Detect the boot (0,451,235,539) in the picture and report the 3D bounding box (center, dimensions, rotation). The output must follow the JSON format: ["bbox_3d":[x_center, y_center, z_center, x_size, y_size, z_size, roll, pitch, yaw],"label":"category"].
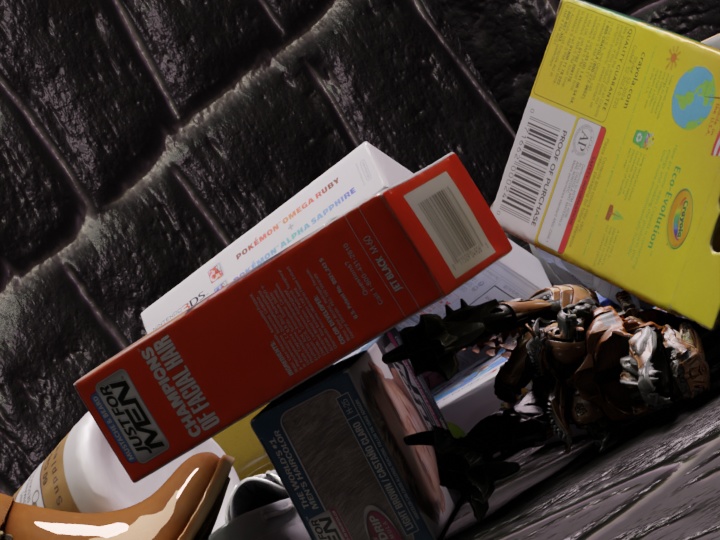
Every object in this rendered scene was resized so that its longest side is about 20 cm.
[{"bbox_3d":[-0.172,0.142,1.570,0.200,0.155,0.077,-53,-10,-16],"label":"boot"}]

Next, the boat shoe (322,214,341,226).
[{"bbox_3d":[0.000,0.000,1.660,0.073,0.067,0.200,-24,-4,-41],"label":"boat shoe"}]

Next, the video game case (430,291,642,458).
[{"bbox_3d":[0.088,0.072,1.777,0.181,0.046,0.200,-30,1,11],"label":"video game case"}]

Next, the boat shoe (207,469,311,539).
[{"bbox_3d":[-0.045,0.142,1.623,0.072,0.069,0.200,-31,1,15],"label":"boat shoe"}]

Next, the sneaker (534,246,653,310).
[{"bbox_3d":[0.194,-0.003,1.739,0.199,0.092,0.076,-3,-51,-40],"label":"sneaker"}]

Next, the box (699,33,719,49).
[{"bbox_3d":[0.255,-0.090,1.595,0.152,0.107,0.199,-22,-3,42],"label":"box"}]

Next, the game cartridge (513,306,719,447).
[{"bbox_3d":[0.180,0.028,1.604,0.199,0.039,0.130,-32,5,-17],"label":"game cartridge"}]

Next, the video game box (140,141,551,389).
[{"bbox_3d":[-0.004,0.024,1.828,0.182,0.047,0.200,-38,-38,16],"label":"video game box"}]

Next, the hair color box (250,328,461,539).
[{"bbox_3d":[0.004,0.095,1.571,0.060,0.100,0.200,-27,2,9],"label":"hair color box"}]

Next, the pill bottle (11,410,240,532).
[{"bbox_3d":[-0.162,0.174,1.704,0.200,0.114,0.114,-47,-8,32],"label":"pill bottle"}]

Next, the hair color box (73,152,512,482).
[{"bbox_3d":[-0.033,0.023,1.497,0.199,0.064,0.111,-33,0,24],"label":"hair color box"}]

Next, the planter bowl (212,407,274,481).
[{"bbox_3d":[-0.064,0.120,1.778,0.199,0.084,0.201,-20,-43,-20],"label":"planter bowl"}]

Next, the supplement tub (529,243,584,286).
[{"bbox_3d":[0.200,-0.050,1.991,0.132,0.132,0.200,-31,1,-17],"label":"supplement tub"}]

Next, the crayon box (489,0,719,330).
[{"bbox_3d":[0.151,-0.051,1.477,0.051,0.128,0.200,14,9,-33],"label":"crayon box"}]

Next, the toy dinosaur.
[{"bbox_3d":[0.092,0.051,1.483,0.135,0.103,0.200,-24,-4,-23],"label":"toy dinosaur"}]
